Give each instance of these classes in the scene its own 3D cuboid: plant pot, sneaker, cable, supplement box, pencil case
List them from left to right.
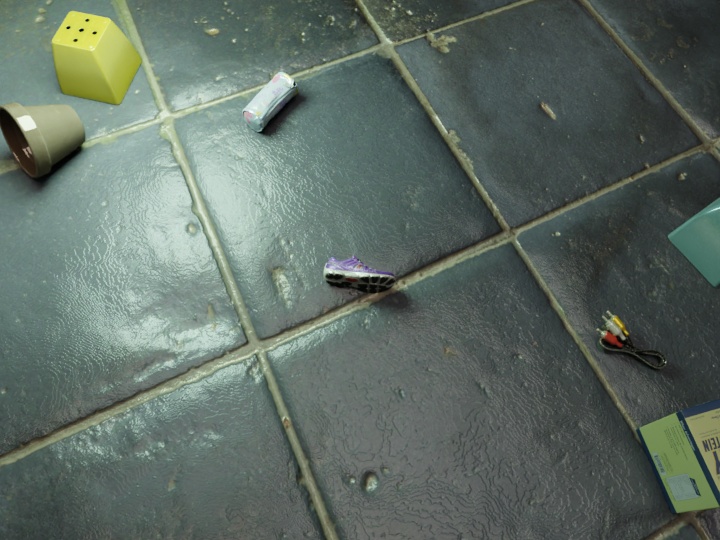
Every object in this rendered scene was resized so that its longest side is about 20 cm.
[{"bbox_3d":[-0.890,-0.391,1.568,0.199,0.202,0.174,40,51,16],"label":"plant pot"},{"bbox_3d":[-0.821,-0.664,1.697,0.194,0.178,0.205,12,64,2],"label":"plant pot"},{"bbox_3d":[-0.278,-0.522,1.713,0.089,0.084,0.201,22,63,32],"label":"pencil case"},{"bbox_3d":[0.000,0.000,1.483,0.194,0.081,0.085,11,58,2],"label":"sneaker"},{"bbox_3d":[0.703,0.199,1.442,0.198,0.051,0.097,37,68,15],"label":"cable"},{"bbox_3d":[0.772,0.423,1.255,0.130,0.201,0.205,-11,65,-9],"label":"supplement box"},{"bbox_3d":[1.033,-0.116,1.534,0.193,0.201,0.198,-30,68,-16],"label":"plant pot"}]
